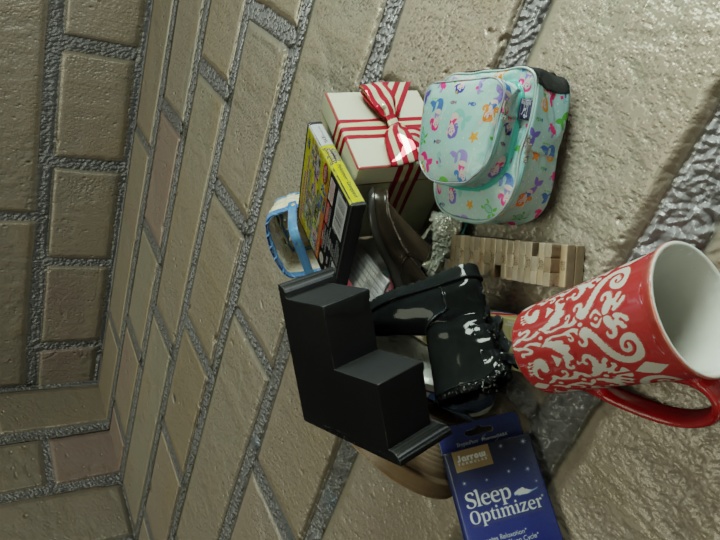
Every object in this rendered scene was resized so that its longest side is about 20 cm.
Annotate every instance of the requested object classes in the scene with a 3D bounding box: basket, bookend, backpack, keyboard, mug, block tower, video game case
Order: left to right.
[{"bbox_3d":[-0.104,-0.050,1.142,0.200,0.138,0.177,-110,4,-58],"label":"basket"},{"bbox_3d":[-0.050,-0.091,0.916,0.201,0.025,0.181,104,147,-49],"label":"video game case"},{"bbox_3d":[0.000,0.000,0.934,0.057,0.011,0.200,-63,26,14],"label":"keyboard"},{"bbox_3d":[0.001,0.109,0.760,0.198,0.092,0.201,6,110,51],"label":"bookend"},{"bbox_3d":[0.168,-0.159,0.786,0.177,0.150,0.201,20,111,53],"label":"backpack"},{"bbox_3d":[0.200,-0.016,0.810,0.200,0.054,0.058,9,96,55],"label":"block tower"},{"bbox_3d":[0.272,0.085,0.639,0.200,0.133,0.179,-31,63,55],"label":"mug"}]

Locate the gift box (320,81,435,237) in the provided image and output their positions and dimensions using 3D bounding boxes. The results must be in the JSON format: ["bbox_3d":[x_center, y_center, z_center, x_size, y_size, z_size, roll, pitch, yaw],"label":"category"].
[{"bbox_3d":[0.039,-0.181,0.944,0.185,0.199,0.187,63,153,27],"label":"gift box"}]

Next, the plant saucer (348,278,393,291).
[{"bbox_3d":[0.007,0.058,1.099,0.200,0.051,0.202,2,92,56],"label":"plant saucer"}]

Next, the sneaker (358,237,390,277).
[{"bbox_3d":[0.018,-0.016,1.017,0.200,0.082,0.074,17,85,63],"label":"sneaker"}]

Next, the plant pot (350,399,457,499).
[{"bbox_3d":[0.077,0.232,0.884,0.093,0.200,0.201,-59,41,9],"label":"plant pot"}]

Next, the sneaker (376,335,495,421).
[{"bbox_3d":[0.098,0.157,0.875,0.199,0.147,0.081,12,66,33],"label":"sneaker"}]

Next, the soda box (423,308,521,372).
[{"bbox_3d":[0.175,0.089,0.838,0.200,0.064,0.068,7,96,55],"label":"soda box"}]

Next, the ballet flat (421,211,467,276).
[{"bbox_3d":[0.106,-0.002,0.933,0.072,0.071,0.201,38,117,49],"label":"ballet flat"}]

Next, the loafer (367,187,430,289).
[{"bbox_3d":[0.065,-0.033,0.868,0.073,0.071,0.201,-89,-23,-69],"label":"loafer"}]

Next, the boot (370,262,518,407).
[{"bbox_3d":[0.097,0.095,0.778,0.197,0.073,0.163,-24,61,22],"label":"boot"}]

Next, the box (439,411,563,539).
[{"bbox_3d":[0.182,0.294,0.782,0.032,0.120,0.201,89,167,-68],"label":"box"}]
